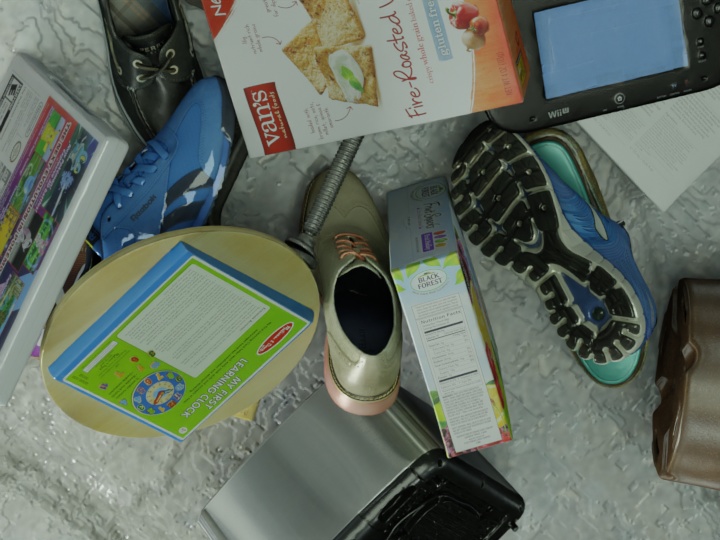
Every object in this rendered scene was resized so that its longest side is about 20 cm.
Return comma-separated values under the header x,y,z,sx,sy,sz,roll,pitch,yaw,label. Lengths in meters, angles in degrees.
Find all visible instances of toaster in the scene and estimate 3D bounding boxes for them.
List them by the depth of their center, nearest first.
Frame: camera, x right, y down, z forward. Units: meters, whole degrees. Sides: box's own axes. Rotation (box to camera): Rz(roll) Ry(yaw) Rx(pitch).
x,y,z,sx,sy,sz,roll,pitch,yaw,label
-0.002,0.181,1.720,0.181,0.119,0.200,-47,149,6,toaster

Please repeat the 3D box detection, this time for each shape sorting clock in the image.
x,y,z,sx,sy,sz,roll,pitch,yaw,label
-0.124,0.043,1.631,0.199,0.039,0.201,-11,134,-12,shape sorting clock

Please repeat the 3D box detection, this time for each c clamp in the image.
x,y,z,sx,sy,sz,roll,pitch,yaw,label
-0.036,-0.078,1.668,0.170,0.027,0.201,26,81,26,c clamp

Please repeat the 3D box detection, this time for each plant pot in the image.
x,y,z,sx,sy,sz,roll,pitch,yaw,label
0.324,0.089,1.745,0.197,0.200,0.201,7,104,-1,plant pot

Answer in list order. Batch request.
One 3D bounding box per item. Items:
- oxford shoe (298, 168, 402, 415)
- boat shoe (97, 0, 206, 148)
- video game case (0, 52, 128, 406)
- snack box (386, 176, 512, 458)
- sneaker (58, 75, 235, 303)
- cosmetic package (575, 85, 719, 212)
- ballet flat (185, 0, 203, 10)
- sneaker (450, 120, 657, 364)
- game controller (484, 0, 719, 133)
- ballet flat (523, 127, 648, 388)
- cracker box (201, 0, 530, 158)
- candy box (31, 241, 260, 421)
x,y,z,sx,sy,sz,roll,pitch,yaw,label
0.000,0.000,1.676,0.070,0.201,0.074,-5,147,-12,oxford shoe
-0.152,-0.165,1.674,0.068,0.057,0.201,-17,106,-3,boat shoe
-0.241,-0.032,1.636,0.023,0.182,0.201,20,102,-34,video game case
0.062,0.029,1.677,0.053,0.200,0.143,-15,106,4,snack box
-0.149,-0.047,1.643,0.078,0.066,0.201,19,100,-22,sneaker
0.205,-0.166,1.725,0.151,0.052,0.200,-44,106,6,cosmetic package
-0.095,-0.283,1.662,0.067,0.046,0.201,8,99,22,ballet flat
0.139,-0.021,1.682,0.078,0.089,0.200,-40,77,23,sneaker
0.174,-0.163,1.662,0.199,0.042,0.105,-14,98,-13,game controller
0.166,-0.014,1.749,0.070,0.071,0.201,-21,99,-2,ballet flat
0.003,-0.164,1.602,0.199,0.058,0.135,-11,113,15,cracker box
-0.156,0.024,1.723,0.199,0.056,0.117,18,100,-13,candy box
